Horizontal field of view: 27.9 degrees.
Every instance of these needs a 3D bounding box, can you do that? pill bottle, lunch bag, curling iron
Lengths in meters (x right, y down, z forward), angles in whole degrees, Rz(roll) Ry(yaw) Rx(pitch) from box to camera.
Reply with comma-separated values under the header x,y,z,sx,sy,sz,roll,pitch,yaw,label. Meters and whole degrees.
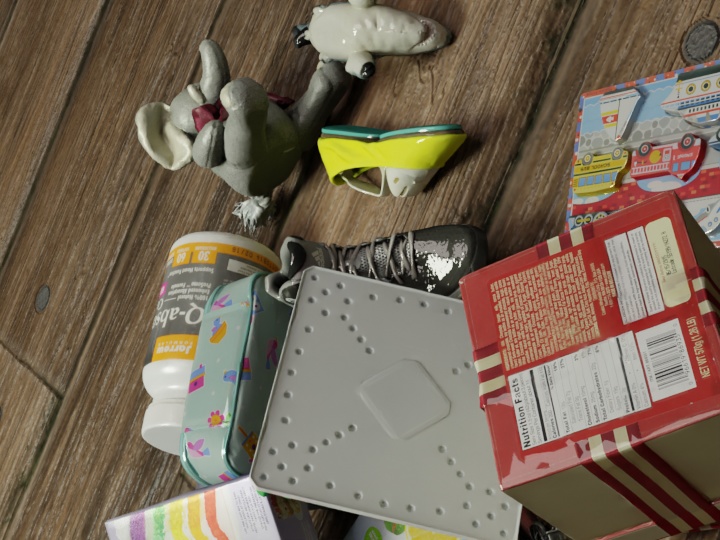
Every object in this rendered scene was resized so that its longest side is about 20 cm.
x,y,z,sx,sy,sz,roll,pitch,yaw,label
-0.145,0.073,1.398,0.116,0.116,0.200,-19,52,45,pill bottle
-0.073,0.116,1.282,0.077,0.160,0.200,-15,58,41,lunch bag
0.117,0.170,1.127,0.200,0.026,0.050,-129,29,-51,curling iron

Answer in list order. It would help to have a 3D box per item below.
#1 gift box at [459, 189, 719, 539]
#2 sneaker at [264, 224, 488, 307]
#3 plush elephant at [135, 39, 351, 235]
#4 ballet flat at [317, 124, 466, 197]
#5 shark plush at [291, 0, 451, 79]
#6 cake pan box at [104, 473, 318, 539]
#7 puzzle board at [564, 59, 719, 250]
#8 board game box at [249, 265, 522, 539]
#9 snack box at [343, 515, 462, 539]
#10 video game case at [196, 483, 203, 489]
x,y,z,sx,sy,sz,roll,pitch,yaw,label
0.198,0.080,0.952,0.200,0.187,0.185,-18,58,23,gift box
0.000,0.000,1.192,0.200,0.115,0.075,-22,59,38,sneaker
-0.129,-0.155,1.453,0.155,0.165,0.200,42,135,24,plush elephant
0.030,-0.101,1.330,0.200,0.067,0.067,7,102,54,ballet flat
-0.004,-0.220,1.403,0.200,0.083,0.091,-8,88,54,shark plush
-0.105,0.274,1.182,0.184,0.052,0.200,-20,85,36,cake pan box
0.236,-0.084,1.103,0.200,0.017,0.151,-8,69,48,puzzle board
0.033,0.104,1.110,0.026,0.199,0.200,103,180,-56,board game box
0.038,0.255,1.161,0.200,0.053,0.142,-59,38,23,snack box
-0.111,0.223,1.391,0.143,0.019,0.200,-24,58,43,video game case
